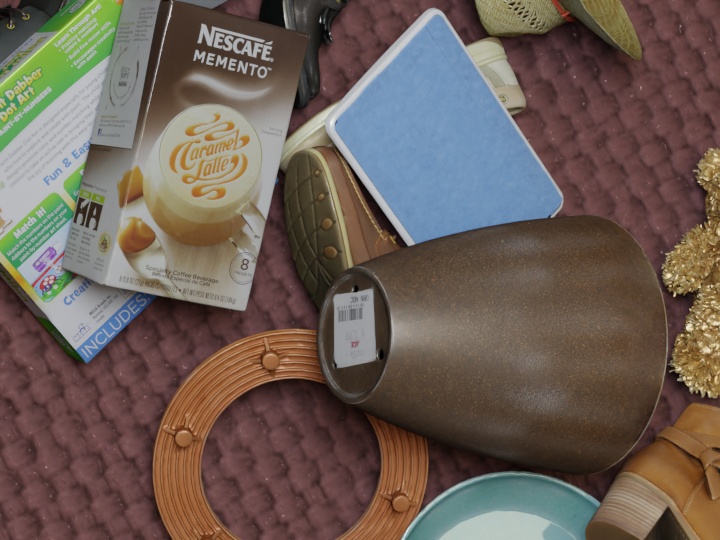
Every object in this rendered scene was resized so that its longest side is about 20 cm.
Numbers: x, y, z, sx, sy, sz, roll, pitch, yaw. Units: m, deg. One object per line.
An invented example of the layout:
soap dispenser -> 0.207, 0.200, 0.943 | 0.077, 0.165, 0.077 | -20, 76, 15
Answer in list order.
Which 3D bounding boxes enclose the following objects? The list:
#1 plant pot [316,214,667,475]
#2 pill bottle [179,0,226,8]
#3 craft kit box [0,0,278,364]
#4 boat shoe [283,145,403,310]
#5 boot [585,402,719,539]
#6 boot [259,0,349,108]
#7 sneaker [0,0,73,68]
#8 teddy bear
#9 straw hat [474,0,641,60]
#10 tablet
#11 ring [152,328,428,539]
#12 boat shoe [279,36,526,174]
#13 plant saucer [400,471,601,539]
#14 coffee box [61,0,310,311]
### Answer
plant pot -> 0.076, 0.048, 1.638 | 0.200, 0.187, 0.187 | 4, 79, -34
pill bottle -> -0.149, -0.290, 1.719 | 0.116, 0.116, 0.200 | -27, 82, -13
craft kit box -> -0.191, -0.072, 1.679 | 0.200, 0.049, 0.198 | -44, 117, -14
boat shoe -> 0.000, 0.000, 1.717 | 0.068, 0.072, 0.200 | -25, 104, -31
boot -> 0.279, 0.189, 1.710 | 0.200, 0.077, 0.155 | 28, 49, 22
boot -> 0.013, -0.223, 1.770 | 0.174, 0.069, 0.200 | -2, 88, -19
sneaker -> -0.256, -0.169, 1.687 | 0.106, 0.075, 0.200 | 27, 76, -32
teddy bear -> 0.293, 0.005, 1.778 | 0.145, 0.067, 0.200 | 27, 77, -7
straw hat -> 0.121, -0.217, 1.751 | 0.085, 0.201, 0.201 | -33, 87, 16
tablet -> 0.064, -0.078, 1.725 | 0.130, 0.014, 0.200 | -48, 121, -20
ring -> -0.049, 0.141, 1.684 | 0.200, 0.019, 0.201 | -2, 102, -8
boat shoe -> 0.030, -0.107, 1.750 | 0.200, 0.072, 0.065 | -25, 84, -19
plant saucer -> 0.111, 0.248, 1.720 | 0.200, 0.036, 0.200 | 2, 80, -9
coffee box -> -0.122, -0.083, 1.643 | 0.114, 0.080, 0.200 | 11, 94, -30
